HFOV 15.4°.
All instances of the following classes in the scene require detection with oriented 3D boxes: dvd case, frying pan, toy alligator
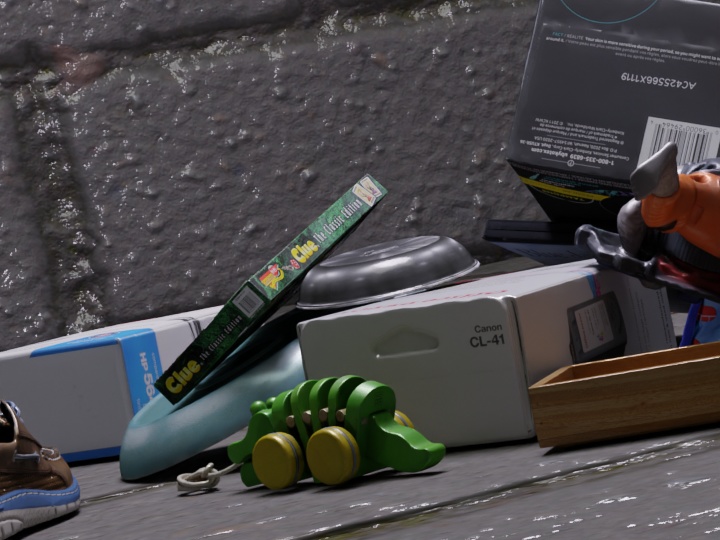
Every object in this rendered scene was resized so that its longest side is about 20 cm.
[{"bbox_3d":[0.202,0.000,1.858,0.200,0.018,0.143,21,-12,-42],"label":"dvd case"},{"bbox_3d":[0.017,-0.003,1.641,0.115,0.031,0.190,-12,8,5],"label":"frying pan"},{"bbox_3d":[-0.035,0.088,1.440,0.200,0.054,0.059,-9,2,44],"label":"toy alligator"}]

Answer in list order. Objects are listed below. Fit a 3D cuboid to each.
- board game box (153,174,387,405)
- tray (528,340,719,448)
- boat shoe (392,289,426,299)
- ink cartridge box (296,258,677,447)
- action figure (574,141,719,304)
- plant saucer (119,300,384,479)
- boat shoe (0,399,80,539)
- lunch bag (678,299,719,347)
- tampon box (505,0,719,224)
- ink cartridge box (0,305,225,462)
[{"bbox_3d":[-0.054,0.010,1.675,0.105,0.023,0.200,-44,0,29],"label":"board game box"},{"bbox_3d":[0.196,0.056,1.385,0.200,0.037,0.099,-11,2,15],"label":"tray"},{"bbox_3d":[0.016,0.069,1.744,0.067,0.074,0.200,-43,-2,18],"label":"boat shoe"},{"bbox_3d":[0.077,0.048,1.547,0.148,0.086,0.200,-9,4,32],"label":"ink cartridge box"},{"bbox_3d":[0.228,-0.022,1.482,0.200,0.105,0.193,18,2,2],"label":"action figure"},{"bbox_3d":[-0.071,0.066,1.664,0.200,0.027,0.200,-30,7,4],"label":"plant saucer"},{"bbox_3d":[-0.204,0.109,1.471,0.072,0.072,0.200,-10,2,7],"label":"boat shoe"},{"bbox_3d":[0.318,0.011,1.618,0.200,0.094,0.151,6,11,35],"label":"lunch bag"},{"bbox_3d":[0.197,-0.093,1.762,0.150,0.126,0.200,10,-11,18],"label":"tampon box"},{"bbox_3d":[-0.172,0.082,1.909,0.146,0.084,0.200,-10,1,29],"label":"ink cartridge box"}]
